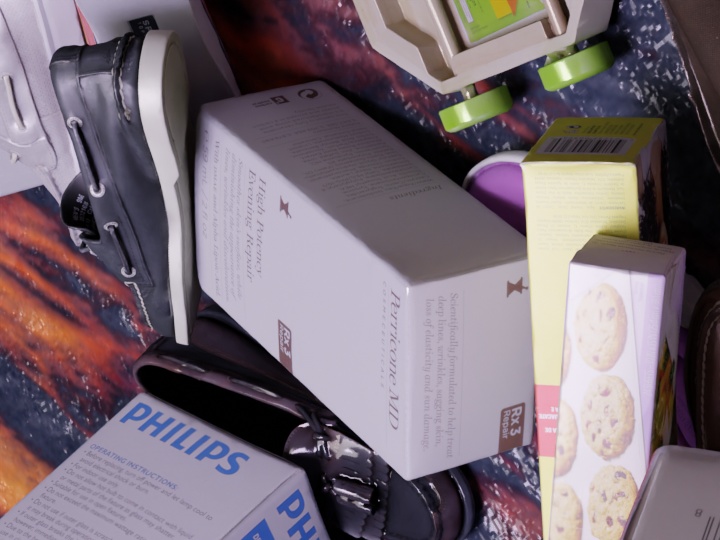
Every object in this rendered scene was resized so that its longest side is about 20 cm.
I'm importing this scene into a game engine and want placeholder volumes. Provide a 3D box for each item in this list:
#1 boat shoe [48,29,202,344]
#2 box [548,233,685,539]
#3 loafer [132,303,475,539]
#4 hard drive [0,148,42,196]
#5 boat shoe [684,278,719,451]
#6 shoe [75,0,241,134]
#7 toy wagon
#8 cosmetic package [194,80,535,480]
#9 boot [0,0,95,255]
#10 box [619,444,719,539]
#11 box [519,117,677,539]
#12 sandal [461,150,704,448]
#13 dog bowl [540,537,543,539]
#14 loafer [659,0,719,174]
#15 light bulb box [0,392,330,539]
[{"bbox_3d":[-0.112,-0.037,1.347,0.066,0.075,0.200,3,146,6],"label":"boat shoe"},{"bbox_3d":[0.098,0.086,1.114,0.041,0.039,0.201,10,110,17],"label":"box"},{"bbox_3d":[-0.032,0.086,1.404,0.200,0.063,0.072,33,131,34],"label":"loafer"},{"bbox_3d":[-0.249,-0.089,1.460,0.026,0.199,0.132,-150,45,-70],"label":"hard drive"},{"bbox_3d":[0.172,0.098,1.149,0.075,0.072,0.201,-8,114,15],"label":"boat shoe"},{"bbox_3d":[-0.100,-0.122,1.379,0.200,0.071,0.091,74,-174,-45],"label":"shoe"},{"bbox_3d":[0.060,-0.150,1.198,0.200,0.039,0.156,-19,94,51],"label":"toy wagon"},{"bbox_3d":[0.000,0.000,1.282,0.200,0.074,0.102,41,138,51],"label":"cosmetic package"},{"bbox_3d":[-0.178,-0.087,1.428,0.074,0.095,0.201,-101,0,-59],"label":"boot"},{"bbox_3d":[0.163,0.182,1.087,0.127,0.109,0.201,8,129,18],"label":"box"},{"bbox_3d":[0.100,0.042,1.160,0.050,0.075,0.201,2,109,16],"label":"box"},{"bbox_3d":[0.109,0.024,1.219,0.203,0.050,0.083,45,137,22],"label":"sandal"},{"bbox_3d":[0.051,0.207,1.341,0.050,0.111,0.200,41,136,8],"label":"dog bowl"},{"bbox_3d":[0.137,-0.113,1.101,0.073,0.071,0.201,-4,106,49],"label":"loafer"},{"bbox_3d":[-0.109,0.206,1.406,0.125,0.200,0.199,23,144,41],"label":"light bulb box"}]
